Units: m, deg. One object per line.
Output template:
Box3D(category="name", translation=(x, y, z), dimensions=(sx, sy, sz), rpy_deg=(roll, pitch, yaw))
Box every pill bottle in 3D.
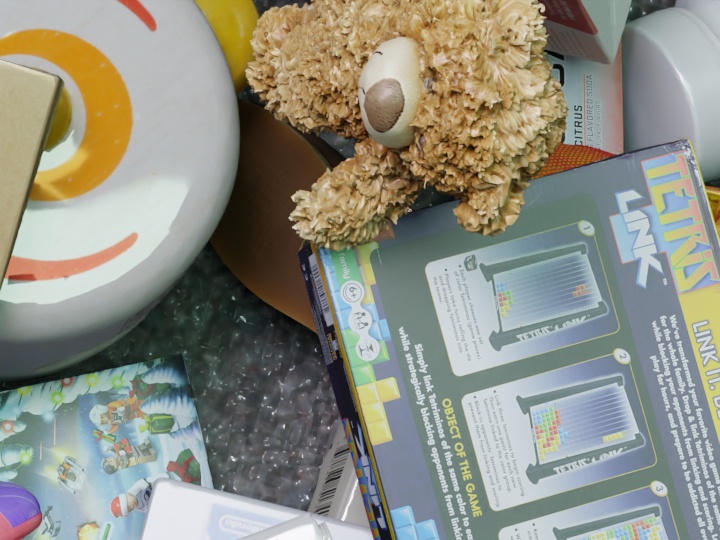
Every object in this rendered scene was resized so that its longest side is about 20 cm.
Box3D(category="pill bottle", translation=(0.219, -0.109, 1.276), dimensions=(0.199, 0.111, 0.112), rpy_deg=(-21, 87, -21))

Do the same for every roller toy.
Box3D(category="roller toy", translation=(-0.145, -0.051, 1.123), dimensions=(0.199, 0.140, 0.184), rpy_deg=(8, 76, -14))

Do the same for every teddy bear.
Box3D(category="teddy bear", translation=(0.005, -0.085, 1.038), dimensions=(0.067, 0.200, 0.145), rpy_deg=(23, 117, -32))

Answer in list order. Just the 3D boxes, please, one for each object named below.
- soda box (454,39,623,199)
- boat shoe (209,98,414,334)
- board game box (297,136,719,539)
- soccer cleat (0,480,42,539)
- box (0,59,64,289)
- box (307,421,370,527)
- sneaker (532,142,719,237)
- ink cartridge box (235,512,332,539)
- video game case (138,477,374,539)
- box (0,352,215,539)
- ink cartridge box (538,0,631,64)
Box3D(category="soda box", translation=(0.082, -0.062, 1.244), dimensions=(0.063, 0.068, 0.201), rpy_deg=(4, 77, -17))
Box3D(category="boat shoe", translation=(0.000, 0.000, 1.190), dimensions=(0.200, 0.070, 0.070), rpy_deg=(48, 24, 22))
Box3D(category="board game box", translation=(0.079, 0.063, 1.092), dimensions=(0.164, 0.057, 0.201), rpy_deg=(-14, 86, -11))
Box3D(category="soccer cleat", translation=(-0.230, 0.107, 1.084), dimensions=(0.199, 0.067, 0.077), rpy_deg=(-15, 91, 3))
Box3D(category="box", translation=(-0.219, -0.001, 1.030), dimensions=(0.163, 0.021, 0.201), rpy_deg=(16, 91, -6))
Box3D(category="box", translation=(0.075, 0.135, 1.203), dimensions=(0.199, 0.068, 0.083), rpy_deg=(22, 73, -12))
Box3D(category="sneaker", translation=(0.143, -0.018, 1.168), dimensions=(0.199, 0.077, 0.073), rpy_deg=(18, 63, -2))
Box3D(category="ink cartridge box", translation=(-0.083, 0.201, 1.058), dimensions=(0.199, 0.083, 0.148), rpy_deg=(-20, 77, -4))
Box3D(category="video game case", translation=(-0.012, 0.197, 1.112), dimensions=(0.199, 0.022, 0.183), rpy_deg=(13, 77, 3))
Box3D(category="box", translation=(-0.121, 0.147, 1.150), dimensions=(0.136, 0.040, 0.201), rpy_deg=(-12, 84, -19))
Box3D(category="ink cartridge box", translation=(0.018, -0.156, 1.172), dimensions=(0.199, 0.116, 0.068), rpy_deg=(15, 84, 16))
